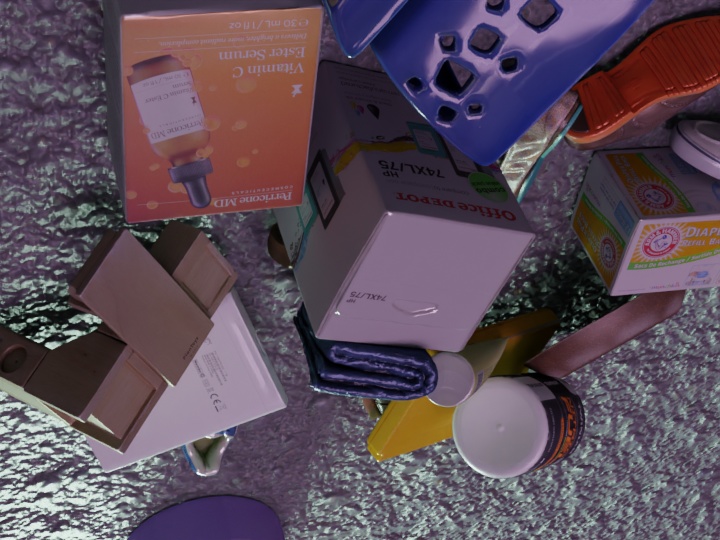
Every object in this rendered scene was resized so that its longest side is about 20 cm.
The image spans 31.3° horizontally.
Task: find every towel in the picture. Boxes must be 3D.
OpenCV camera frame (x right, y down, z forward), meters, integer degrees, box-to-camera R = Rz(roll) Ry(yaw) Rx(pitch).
[{"bbox_3d":[0.002,0.070,1.165,0.111,0.200,0.049,10,99,-10],"label":"towel"}]

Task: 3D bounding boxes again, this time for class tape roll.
[{"bbox_3d":[-0.186,0.358,1.552,0.200,0.066,0.200,-11,138,-10],"label":"tape roll"}]

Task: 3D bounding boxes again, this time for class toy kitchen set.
[{"bbox_3d":[-0.257,0.021,1.167,0.200,0.180,0.163,-58,145,-19],"label":"toy kitchen set"}]

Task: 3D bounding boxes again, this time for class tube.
[{"bbox_3d":[0.101,0.097,1.249,0.058,0.052,0.200,-2,180,16],"label":"tube"}]

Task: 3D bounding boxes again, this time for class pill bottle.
[{"bbox_3d":[0.181,0.163,1.389,0.106,0.106,0.200,-38,163,18],"label":"pill bottle"}]

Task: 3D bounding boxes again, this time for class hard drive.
[{"bbox_3d":[-0.189,0.109,1.260,0.200,0.027,0.132,-21,108,10],"label":"hard drive"}]

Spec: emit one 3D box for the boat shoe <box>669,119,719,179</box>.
[{"bbox_3d":[0.408,-0.124,1.246,0.202,0.075,0.086,19,131,1],"label":"boat shoe"}]

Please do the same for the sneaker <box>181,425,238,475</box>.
[{"bbox_3d":[-0.146,0.128,1.319,0.076,0.077,0.200,-2,132,-18],"label":"sneaker"}]

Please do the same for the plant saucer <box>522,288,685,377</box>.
[{"bbox_3d":[0.269,0.065,1.373,0.200,0.037,0.200,-28,171,-5],"label":"plant saucer"}]

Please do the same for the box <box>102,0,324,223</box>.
[{"bbox_3d":[-0.121,-0.151,1.017,0.152,0.106,0.200,-7,136,-15],"label":"box"}]

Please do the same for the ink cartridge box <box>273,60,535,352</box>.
[{"bbox_3d":[0.027,-0.053,1.107,0.147,0.200,0.146,7,131,-28],"label":"ink cartridge box"}]

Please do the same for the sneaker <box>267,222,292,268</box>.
[{"bbox_3d":[0.000,0.000,1.250,0.200,0.067,0.090,-2,130,-25],"label":"sneaker"}]

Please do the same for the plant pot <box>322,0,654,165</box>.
[{"bbox_3d":[0.074,-0.231,0.951,0.180,0.200,0.200,28,119,-32],"label":"plant pot"}]

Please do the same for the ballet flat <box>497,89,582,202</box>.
[{"bbox_3d":[0.146,-0.122,1.176,0.067,0.068,0.200,30,157,3],"label":"ballet flat"}]

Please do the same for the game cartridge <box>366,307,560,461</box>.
[{"bbox_3d":[0.110,0.124,1.402,0.200,0.032,0.176,-10,141,-42],"label":"game cartridge"}]

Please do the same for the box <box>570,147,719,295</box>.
[{"bbox_3d":[0.331,-0.053,1.296,0.200,0.113,0.101,-4,134,-17],"label":"box"}]

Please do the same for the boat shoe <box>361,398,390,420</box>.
[{"bbox_3d":[0.017,0.088,1.350,0.070,0.070,0.200,-18,147,6],"label":"boat shoe"}]

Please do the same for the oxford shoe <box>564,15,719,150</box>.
[{"bbox_3d":[0.277,-0.173,1.197,0.200,0.071,0.073,-24,159,8],"label":"oxford shoe"}]
